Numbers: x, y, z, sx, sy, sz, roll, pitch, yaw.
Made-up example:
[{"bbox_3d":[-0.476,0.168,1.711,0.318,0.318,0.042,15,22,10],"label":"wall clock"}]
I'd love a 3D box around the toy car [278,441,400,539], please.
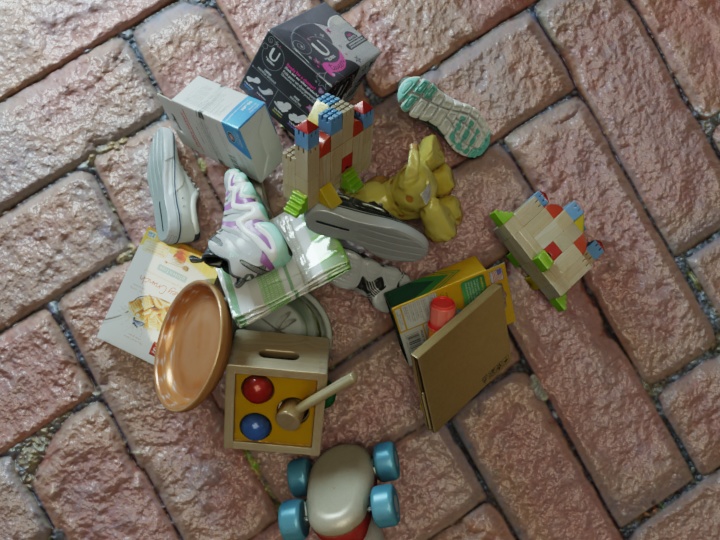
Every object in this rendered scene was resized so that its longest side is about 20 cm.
[{"bbox_3d":[-0.013,0.408,1.176,0.180,0.178,0.203,-12,117,10],"label":"toy car"}]

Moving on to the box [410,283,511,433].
[{"bbox_3d":[0.165,0.138,1.152,0.199,0.021,0.166,-36,129,-27],"label":"box"}]

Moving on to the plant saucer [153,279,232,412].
[{"bbox_3d":[-0.254,0.117,1.116,0.037,0.198,0.204,19,87,-39],"label":"plant saucer"}]

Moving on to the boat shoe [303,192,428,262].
[{"bbox_3d":[0.014,-0.076,1.097,0.196,0.072,0.072,20,49,-10],"label":"boat shoe"}]

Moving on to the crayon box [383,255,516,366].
[{"bbox_3d":[0.149,0.062,1.198,0.196,0.052,0.127,-21,123,-3],"label":"crayon box"}]

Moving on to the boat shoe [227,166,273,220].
[{"bbox_3d":[-0.172,-0.081,1.204,0.073,0.073,0.205,-8,81,2],"label":"boat shoe"}]

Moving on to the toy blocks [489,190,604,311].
[{"bbox_3d":[0.326,-0.056,1.224,0.136,0.100,0.201,-39,89,-13],"label":"toy blocks"}]

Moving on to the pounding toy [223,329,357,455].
[{"bbox_3d":[-0.110,0.192,1.129,0.195,0.143,0.188,6,117,-2],"label":"pounding toy"}]

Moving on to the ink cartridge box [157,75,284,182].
[{"bbox_3d":[-0.223,-0.233,1.161,0.198,0.117,0.068,27,63,30],"label":"ink cartridge box"}]

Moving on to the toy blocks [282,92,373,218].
[{"bbox_3d":[-0.045,-0.187,1.056,0.099,0.139,0.199,29,48,26],"label":"toy blocks"}]

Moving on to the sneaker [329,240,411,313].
[{"bbox_3d":[0.000,0.000,1.210,0.198,0.115,0.076,26,99,-37],"label":"sneaker"}]

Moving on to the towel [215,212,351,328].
[{"bbox_3d":[-0.127,-0.019,1.117,0.197,0.031,0.151,-28,62,1],"label":"towel"}]

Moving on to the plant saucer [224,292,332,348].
[{"bbox_3d":[-0.143,0.097,1.191,0.195,0.050,0.204,0,115,-1],"label":"plant saucer"}]

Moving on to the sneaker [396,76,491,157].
[{"bbox_3d":[0.139,-0.268,1.228,0.198,0.092,0.078,34,104,-25],"label":"sneaker"}]

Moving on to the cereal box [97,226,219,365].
[{"bbox_3d":[-0.330,0.050,1.209,0.142,0.040,0.203,24,87,-2],"label":"cereal box"}]

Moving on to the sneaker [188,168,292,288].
[{"bbox_3d":[-0.203,-0.059,1.100,0.138,0.078,0.201,-31,54,-5],"label":"sneaker"}]

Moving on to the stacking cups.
[{"bbox_3d":[0.126,0.138,1.177,0.059,0.061,0.204,-3,115,-3],"label":"stacking cups"}]

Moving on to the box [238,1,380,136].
[{"bbox_3d":[-0.073,-0.320,1.146,0.132,0.200,0.115,40,130,-1],"label":"box"}]

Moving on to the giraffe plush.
[{"bbox_3d":[0.060,-0.114,1.190,0.159,0.199,0.176,-15,92,26],"label":"giraffe plush"}]

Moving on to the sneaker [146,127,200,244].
[{"bbox_3d":[-0.308,-0.138,1.210,0.070,0.072,0.204,4,73,-42],"label":"sneaker"}]
